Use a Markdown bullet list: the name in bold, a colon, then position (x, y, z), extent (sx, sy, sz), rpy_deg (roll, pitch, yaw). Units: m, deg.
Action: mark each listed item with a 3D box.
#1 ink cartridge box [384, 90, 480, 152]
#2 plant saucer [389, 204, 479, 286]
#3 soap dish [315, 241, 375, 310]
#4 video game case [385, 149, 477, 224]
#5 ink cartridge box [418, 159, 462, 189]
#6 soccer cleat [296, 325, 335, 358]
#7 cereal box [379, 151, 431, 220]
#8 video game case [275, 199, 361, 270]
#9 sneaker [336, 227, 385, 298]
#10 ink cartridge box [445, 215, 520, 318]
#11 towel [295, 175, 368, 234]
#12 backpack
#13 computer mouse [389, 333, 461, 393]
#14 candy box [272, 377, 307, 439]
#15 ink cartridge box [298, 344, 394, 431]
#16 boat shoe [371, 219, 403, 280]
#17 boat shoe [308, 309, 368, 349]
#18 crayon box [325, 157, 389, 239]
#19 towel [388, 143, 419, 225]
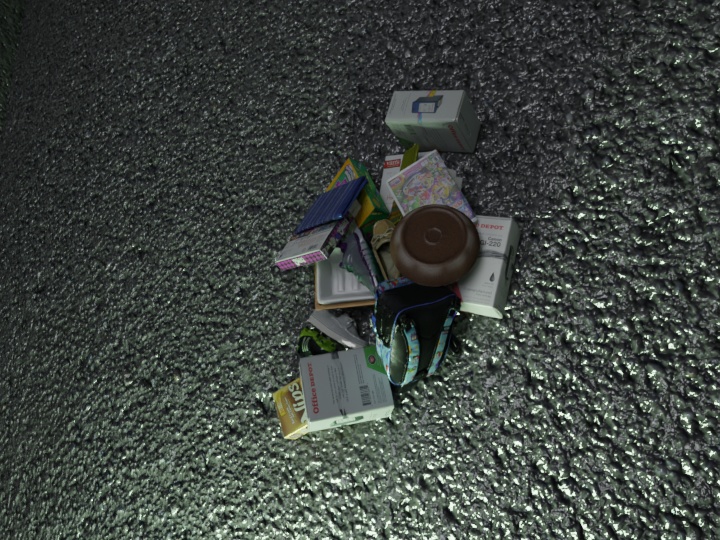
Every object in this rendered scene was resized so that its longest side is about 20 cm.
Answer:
- **ink cartridge box**: position (0.180, -0.364, 1.444), extent (0.195, 0.145, 0.090), rpy_deg (12, 76, 34)
- **plant saucer**: position (0.156, -0.065, 1.249), extent (0.193, 0.037, 0.207), rpy_deg (-4, 61, 8)
- **soap dish**: position (-0.014, 0.016, 1.436), extent (0.193, 0.082, 0.163), rpy_deg (-6, 69, 10)
- **video game case**: position (0.158, -0.157, 1.331), extent (0.140, 0.018, 0.204), rpy_deg (-29, 68, 6)
- **ink cartridge box**: position (0.173, -0.168, 1.395), extent (0.113, 0.067, 0.207), rpy_deg (13, 76, -6)
- **soccer cleat**: position (-0.110, 0.193, 1.427), extent (0.199, 0.066, 0.084), rpy_deg (13, 84, 70)
- **cereal box**: position (0.115, -0.195, 1.486), extent (0.140, 0.039, 0.207), rpy_deg (0, 73, 31)
- **video game case**: position (-0.106, -0.089, 1.459), extent (0.197, 0.036, 0.184), rpy_deg (-13, 38, 48)
- **sneaker**: position (0.000, 0.000, 1.358), extent (0.086, 0.075, 0.204), rpy_deg (-28, 50, 11)
- **ink cartridge box**: position (0.262, -0.014, 1.308), extent (0.142, 0.084, 0.206), rpy_deg (8, 75, 32)
- **towel**: position (-0.073, -0.160, 1.466), extent (0.197, 0.024, 0.147), rpy_deg (-14, 37, 50)
- **backpack**: position (0.108, 0.131, 1.249), extent (0.134, 0.178, 0.206), rpy_deg (40, 135, 46)
- **computer mouse**: position (0.123, 0.177, 1.343), extent (0.198, 0.046, 0.143), rpy_deg (-36, 59, 15)
- **candy box**: position (-0.112, 0.312, 1.429), extent (0.197, 0.055, 0.118), rpy_deg (-32, 61, 16)
- **ink cartridge box**: position (-0.036, 0.264, 1.325), extent (0.193, 0.085, 0.150), rpy_deg (-7, 63, -10)
- **boat shoe**: position (0.065, -0.040, 1.342), extent (0.072, 0.063, 0.206), rpy_deg (-25, 56, 20)
- **boat shoe**: position (-0.045, 0.139, 1.450), extent (0.198, 0.071, 0.070), rpy_deg (27, 86, 44)
- **crayon box**: position (-0.011, -0.177, 1.512), extent (0.119, 0.057, 0.203), rpy_deg (-49, 46, 28)
- **towel**: position (0.101, -0.204, 1.436), extent (0.086, 0.018, 0.207), rpy_deg (162, 123, -67)
